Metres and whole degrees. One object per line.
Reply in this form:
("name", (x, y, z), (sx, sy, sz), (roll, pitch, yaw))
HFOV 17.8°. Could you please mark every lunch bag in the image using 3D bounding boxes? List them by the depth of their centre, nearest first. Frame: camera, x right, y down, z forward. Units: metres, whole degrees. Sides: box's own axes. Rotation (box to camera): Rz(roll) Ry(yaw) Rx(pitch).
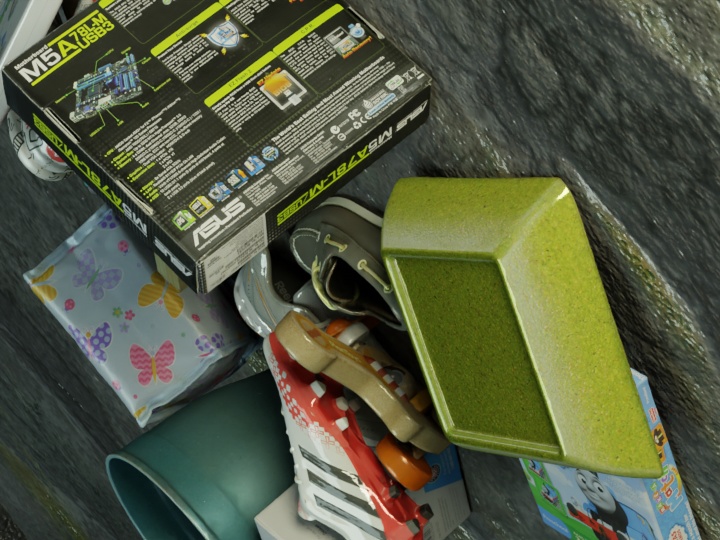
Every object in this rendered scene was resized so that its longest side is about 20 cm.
("lunch bag", (-0.174, 0.027, 1.980), (0.170, 0.127, 0.200), (51, -171, 6))

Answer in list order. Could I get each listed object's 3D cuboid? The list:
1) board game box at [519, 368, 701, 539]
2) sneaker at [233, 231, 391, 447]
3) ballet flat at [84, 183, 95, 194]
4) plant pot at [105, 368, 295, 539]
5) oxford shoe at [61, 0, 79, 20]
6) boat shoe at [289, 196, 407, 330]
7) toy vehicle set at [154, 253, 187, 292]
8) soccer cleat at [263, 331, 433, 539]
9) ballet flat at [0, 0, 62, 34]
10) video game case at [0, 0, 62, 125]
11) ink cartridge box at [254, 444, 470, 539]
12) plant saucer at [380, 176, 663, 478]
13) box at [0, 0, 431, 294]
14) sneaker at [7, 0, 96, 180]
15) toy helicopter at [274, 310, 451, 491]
("board game box", (0.156, 0.123, 1.553), (0.151, 0.037, 0.201), (30, 150, 47))
("sneaker", (-0.025, 0.051, 1.777), (0.200, 0.076, 0.092), (44, 155, 17))
("ballet flat", (-0.200, -0.127, 1.883), (0.072, 0.072, 0.201), (41, 158, 26))
("plant pot", (-0.081, 0.178, 1.946), (0.200, 0.188, 0.201), (43, 158, 22))
("oxford shoe", (-0.177, -0.148, 1.729), (0.085, 0.072, 0.201), (-115, -1, -53))
("boat shoe", (-0.001, -0.002, 1.644), (0.201, 0.060, 0.072), (17, 141, 58))
("toy vehicle set", (-0.098, -0.079, 1.628), (0.026, 0.124, 0.201), (41, 158, 22))
("soccer cleat", (-0.027, 0.140, 1.732), (0.201, 0.085, 0.069), (56, -158, 4))
("ballet flat", (-0.246, -0.160, 1.736), (0.067, 0.056, 0.201), (85, 165, -51))
("video game case", (-0.246, -0.168, 1.633), (0.024, 0.201, 0.183), (24, -152, -15))
("ink cartridge box", (-0.011, 0.207, 1.824), (0.067, 0.200, 0.116), (37, 155, 34))
("plant saucer", (0.087, 0.042, 1.466), (0.199, 0.048, 0.202), (4, 116, 59))
("box", (-0.089, -0.111, 1.442), (0.193, 0.200, 0.048), (41, 157, 23))
("sneaker", (-0.188, -0.146, 1.574), (0.067, 0.108, 0.202), (37, -148, -26))
("toy helicopter", (0.000, 0.069, 1.669), (0.200, 0.079, 0.133), (33, -162, -50))
